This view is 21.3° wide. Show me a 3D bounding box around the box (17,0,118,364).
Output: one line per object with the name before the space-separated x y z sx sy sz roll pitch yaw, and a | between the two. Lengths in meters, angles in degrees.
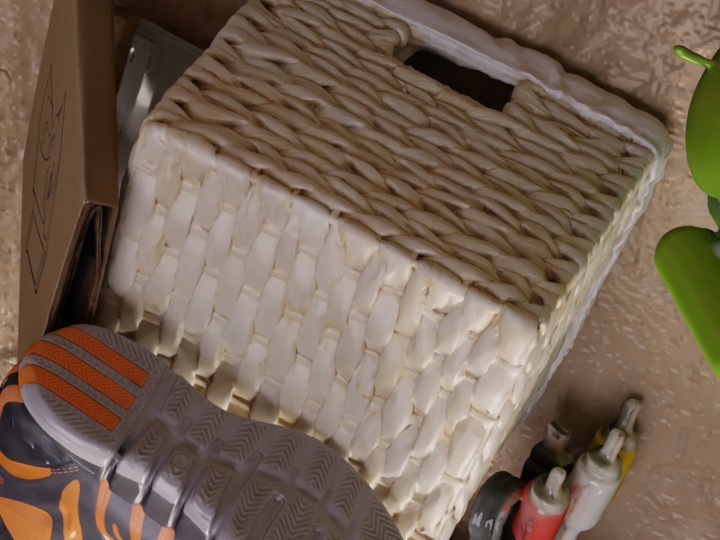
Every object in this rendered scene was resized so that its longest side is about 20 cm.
box | -0.134 -0.041 0.872 0.021 0.200 0.164 7 134 -15

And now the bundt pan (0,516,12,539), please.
bundt pan | -0.258 0.177 1.180 0.201 0.076 0.202 14 131 17

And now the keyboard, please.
keyboard | -0.111 -0.040 0.980 0.056 0.011 0.200 25 133 1

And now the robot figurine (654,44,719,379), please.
robot figurine | 0.204 -0.024 0.754 0.175 0.116 0.200 -30 108 12

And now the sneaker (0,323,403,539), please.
sneaker | -0.071 0.110 0.818 0.200 0.078 0.112 38 138 0

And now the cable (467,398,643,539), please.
cable | 0.089 0.152 0.968 0.050 0.097 0.200 33 136 29

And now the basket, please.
basket | 0.000 0.000 0.852 0.198 0.161 0.200 28 131 6
